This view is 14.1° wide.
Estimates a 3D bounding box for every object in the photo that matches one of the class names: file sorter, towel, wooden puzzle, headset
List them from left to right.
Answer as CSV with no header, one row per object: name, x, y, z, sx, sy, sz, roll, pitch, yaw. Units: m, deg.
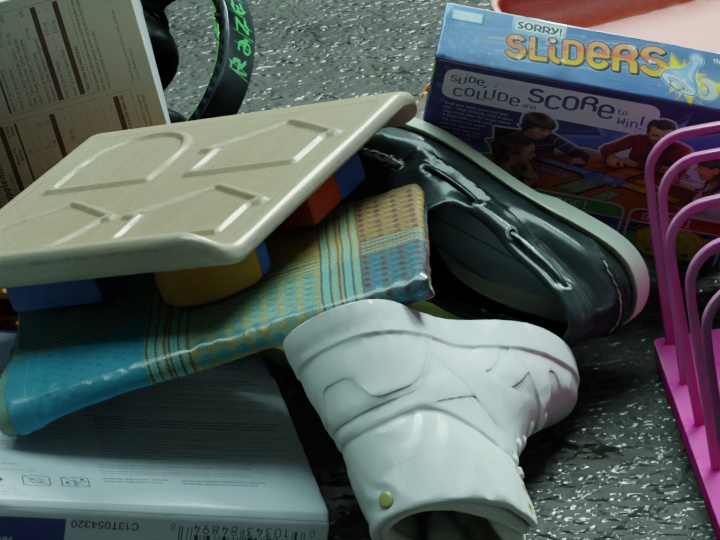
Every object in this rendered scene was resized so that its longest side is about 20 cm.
headset,-0.150,-0.107,1.740,0.094,0.124,0.200,20,-38,-42
wooden puzzle,-0.089,-0.025,1.355,0.185,0.046,0.200,-5,19,32
towel,-0.064,0.016,1.315,0.200,0.022,0.147,-17,18,6
file sorter,0.205,0.015,1.290,0.139,0.126,0.200,-10,22,1

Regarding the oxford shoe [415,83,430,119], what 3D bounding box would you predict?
oxford shoe,0.041,-0.065,1.596,0.200,0.071,0.073,-13,54,-31

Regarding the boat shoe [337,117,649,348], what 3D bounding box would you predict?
boat shoe,0.037,-0.014,1.397,0.199,0.075,0.066,30,43,19

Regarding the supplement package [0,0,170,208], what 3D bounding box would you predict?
supplement package,-0.218,-0.126,1.579,0.200,0.151,0.152,-15,44,-2

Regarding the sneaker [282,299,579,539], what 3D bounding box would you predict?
sneaker,0.048,0.082,1.278,0.074,0.116,0.200,-33,-23,27

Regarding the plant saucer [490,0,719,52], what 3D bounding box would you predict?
plant saucer,0.198,-0.097,1.590,0.199,0.037,0.200,-15,50,-20

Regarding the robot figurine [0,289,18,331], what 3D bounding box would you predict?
robot figurine,-0.135,0.009,1.528,0.199,0.058,0.145,-9,24,-1

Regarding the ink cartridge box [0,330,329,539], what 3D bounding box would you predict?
ink cartridge box,-0.126,0.082,1.316,0.196,0.043,0.200,3,18,-12

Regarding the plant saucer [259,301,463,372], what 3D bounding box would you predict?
plant saucer,0.000,0.000,1.453,0.199,0.031,0.200,10,37,-7

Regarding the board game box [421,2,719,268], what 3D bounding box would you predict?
board game box,0.129,-0.061,1.427,0.199,0.135,0.035,11,58,0
